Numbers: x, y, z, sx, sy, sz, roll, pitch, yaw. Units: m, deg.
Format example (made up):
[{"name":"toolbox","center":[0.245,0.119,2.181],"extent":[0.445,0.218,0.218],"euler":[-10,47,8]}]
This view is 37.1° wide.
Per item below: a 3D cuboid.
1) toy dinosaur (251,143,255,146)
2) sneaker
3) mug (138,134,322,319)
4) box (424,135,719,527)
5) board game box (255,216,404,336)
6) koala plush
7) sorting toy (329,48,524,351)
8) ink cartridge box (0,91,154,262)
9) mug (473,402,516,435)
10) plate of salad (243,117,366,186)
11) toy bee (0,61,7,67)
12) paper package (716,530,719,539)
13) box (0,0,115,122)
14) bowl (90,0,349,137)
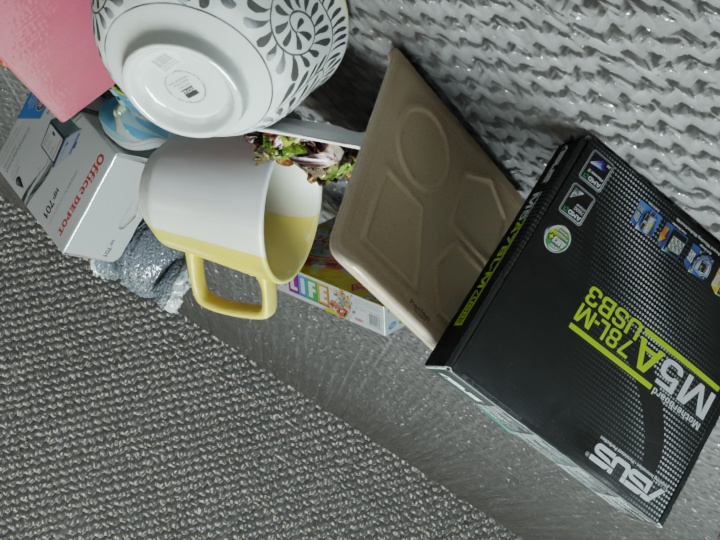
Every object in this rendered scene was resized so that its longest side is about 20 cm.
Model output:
[{"name":"toy dinosaur","center":[-0.141,-0.192,0.935],"extent":[0.199,0.103,0.136],"euler":[28,-167,-33]},{"name":"sneaker","center":[-0.240,-0.191,1.146],"extent":[0.199,0.080,0.131],"euler":[8,155,40]},{"name":"mug","center":[-0.138,-0.055,1.067],"extent":[0.152,0.189,0.149],"euler":[9,174,18]},{"name":"box","center":[0.174,0.043,0.750],"extent":[0.199,0.194,0.047],"euler":[37,164,-13]},{"name":"board game box","center":[0.000,0.000,1.144],"extent":[0.199,0.134,0.035],"euler":[21,124,40]},{"name":"koala plush","center":[-0.240,-0.053,1.351],"extent":[0.176,0.201,0.184],"euler":[28,165,23]},{"name":"sorting toy","center":[0.052,-0.034,0.789],"extent":[0.036,0.201,0.185],"euler":[-15,136,36]},{"name":"ink cartridge box","center":[-0.343,-0.129,1.309],"extent":[0.086,0.147,0.200],"euler":[13,-154,-51]},{"name":"mug","center":[0.150,0.039,0.936],"extent":[0.114,0.185,0.152],"euler":[40,-171,-17]},{"name":"plate of salad","center":[-0.016,-0.092,0.897],"extent":[0.198,0.049,0.200],"euler":[11,-176,-1]},{"name":"toy bee","center":[-0.341,-0.263,1.066],"extent":[0.200,0.109,0.130],"euler":[41,163,-27]},{"name":"paper package","center":[0.496,0.298,1.082],"extent":[0.199,0.104,0.190],"euler":[37,167,-18]},{"name":"box","center":[-0.288,-0.247,0.915],"extent":[0.128,0.109,0.200],"euler":[52,179,33]},{"name":"bowl","center":[-0.113,-0.158,0.762],"extent":[0.198,0.095,0.202],"euler":[9,144,6]}]
